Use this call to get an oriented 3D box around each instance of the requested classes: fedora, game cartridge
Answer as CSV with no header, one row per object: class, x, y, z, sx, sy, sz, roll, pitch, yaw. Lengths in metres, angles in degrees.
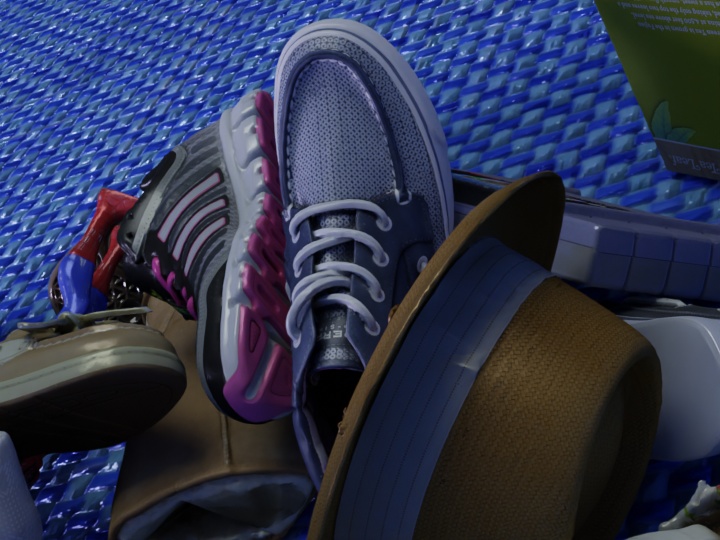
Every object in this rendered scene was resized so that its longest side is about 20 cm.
fedora,0.053,0.066,0.697,0.082,0.201,0.201,25,49,19
game cartridge,0.087,-0.020,0.870,0.200,0.129,0.038,19,96,56

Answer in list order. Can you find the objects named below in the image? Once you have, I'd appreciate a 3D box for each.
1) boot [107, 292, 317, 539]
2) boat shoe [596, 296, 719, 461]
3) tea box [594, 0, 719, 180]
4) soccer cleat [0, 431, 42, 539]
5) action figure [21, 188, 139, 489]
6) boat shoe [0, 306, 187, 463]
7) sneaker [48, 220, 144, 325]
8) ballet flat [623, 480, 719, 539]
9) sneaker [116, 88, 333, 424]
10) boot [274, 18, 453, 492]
boot,-0.032,0.046,0.919,0.175,0.066,0.200,-26,28,11
boat shoe,0.110,0.042,0.785,0.068,0.072,0.200,-2,-3,-29
tea box,0.218,-0.170,0.916,0.200,0.197,0.134,-38,27,-19
soccer cleat,-0.219,0.085,0.852,0.200,0.086,0.070,10,27,30
action figure,-0.154,0.055,0.992,0.052,0.065,0.200,22,64,12
boat shoe,-0.154,0.048,0.875,0.200,0.073,0.063,-18,62,40
sneaker,-0.078,-0.021,1.096,0.200,0.071,0.076,-28,-1,4
ballet flat,0.064,0.137,0.649,0.200,0.064,0.076,-35,27,-15
sneaker,-0.065,0.003,0.880,0.087,0.074,0.200,-28,38,18
boot,0.000,0.000,0.791,0.073,0.200,0.090,-11,10,20
